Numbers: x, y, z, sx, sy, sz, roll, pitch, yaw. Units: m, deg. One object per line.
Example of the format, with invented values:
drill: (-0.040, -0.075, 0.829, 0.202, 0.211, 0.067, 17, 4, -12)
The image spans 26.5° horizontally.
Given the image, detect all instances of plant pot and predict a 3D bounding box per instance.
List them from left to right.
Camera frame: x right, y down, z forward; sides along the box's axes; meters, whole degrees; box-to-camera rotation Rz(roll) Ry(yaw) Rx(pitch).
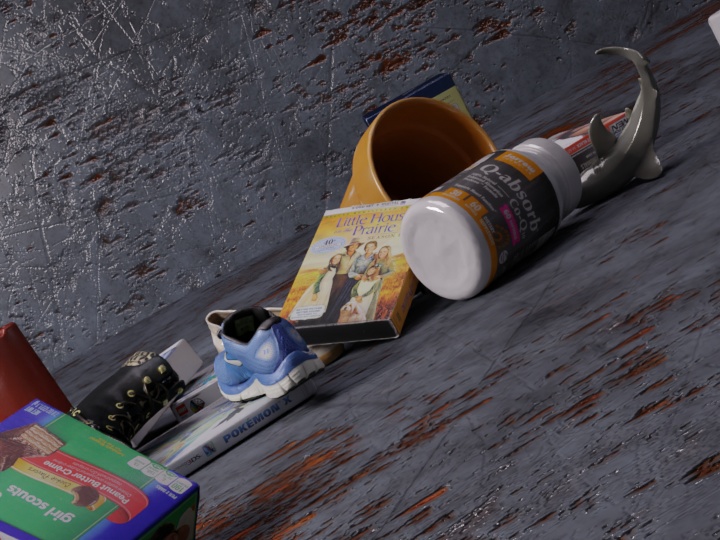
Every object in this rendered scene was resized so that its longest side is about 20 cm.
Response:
plant pot: (-0.459, 0.185, 1.956, 0.199, 0.197, 0.201, -28, 7, 4)
plant pot: (0.060, -0.089, 1.971, 0.200, 0.201, 0.183, -33, -7, -37)

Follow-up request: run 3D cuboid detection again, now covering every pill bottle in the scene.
pill bottle: (0.143, -0.060, 1.630, 0.199, 0.117, 0.116, -34, 9, -39)

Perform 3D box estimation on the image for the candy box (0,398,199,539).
candy box: (-0.242, 0.196, 1.107, 0.168, 0.078, 0.200, 22, 36, 25)

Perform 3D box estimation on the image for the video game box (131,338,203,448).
video game box: (-0.290, 0.178, 1.778, 0.182, 0.047, 0.200, -36, 9, 27)

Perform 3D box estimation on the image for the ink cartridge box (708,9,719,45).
ink cartridge box: (0.465, -0.233, 1.437, 0.199, 0.147, 0.146, -32, 7, -29)

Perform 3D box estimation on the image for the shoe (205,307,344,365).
shoe: (-0.101, 0.076, 1.718, 0.199, 0.054, 0.070, 3, 38, 44)

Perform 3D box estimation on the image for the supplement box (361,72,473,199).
supplement box: (0.107, -0.159, 2.166, 0.133, 0.201, 0.200, -28, 6, 2)

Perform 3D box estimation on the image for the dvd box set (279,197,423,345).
dvd box set: (0.000, 0.000, 1.676, 0.145, 0.030, 0.201, -6, 40, 27)

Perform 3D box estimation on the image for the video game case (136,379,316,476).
video game case: (-0.152, 0.163, 1.585, 0.181, 0.022, 0.200, -31, 7, -20)

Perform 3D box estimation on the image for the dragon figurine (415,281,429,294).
dragon figurine: (0.024, 0.022, 1.756, 0.099, 0.059, 0.200, -28, 8, 7)

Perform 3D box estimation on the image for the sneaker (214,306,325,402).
sneaker: (-0.103, 0.077, 1.540, 0.078, 0.090, 0.200, -30, 6, -25)

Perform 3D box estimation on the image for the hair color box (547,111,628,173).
hair color box: (0.264, -0.138, 1.950, 0.110, 0.064, 0.200, -30, 8, -21)

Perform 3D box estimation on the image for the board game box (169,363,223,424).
board game box: (-0.135, 0.116, 1.818, 0.199, 0.035, 0.126, -30, 8, -6)

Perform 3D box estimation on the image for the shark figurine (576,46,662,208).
shark figurine: (0.308, -0.149, 1.690, 0.127, 0.216, 0.090, -1, 36, -24)

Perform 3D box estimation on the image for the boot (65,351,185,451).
boot: (-0.238, 0.149, 1.565, 0.154, 0.074, 0.203, -42, 22, -26)
